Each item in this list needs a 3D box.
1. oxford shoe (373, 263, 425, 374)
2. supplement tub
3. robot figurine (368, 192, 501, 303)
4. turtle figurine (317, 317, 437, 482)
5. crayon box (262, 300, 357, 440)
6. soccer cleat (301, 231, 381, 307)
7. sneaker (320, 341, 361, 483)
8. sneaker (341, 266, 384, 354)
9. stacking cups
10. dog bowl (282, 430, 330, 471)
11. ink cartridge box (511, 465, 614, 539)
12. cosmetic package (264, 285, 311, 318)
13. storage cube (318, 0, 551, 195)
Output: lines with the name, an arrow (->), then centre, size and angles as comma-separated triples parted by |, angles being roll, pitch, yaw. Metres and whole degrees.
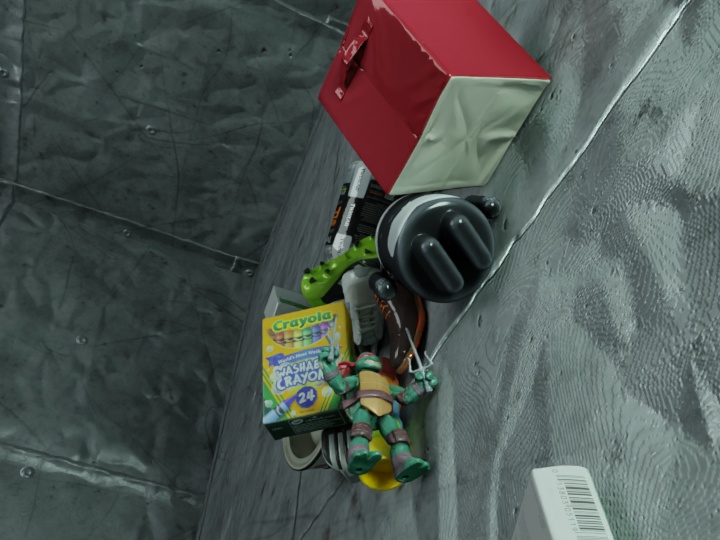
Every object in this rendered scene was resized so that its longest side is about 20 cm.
oxford shoe -> 0.048, 0.055, 1.045 | 0.071, 0.072, 0.202 | 121, 162, -44
supplement tub -> 0.011, -0.075, 1.272 | 0.122, 0.121, 0.203 | 172, 115, -76
robot figurine -> 0.088, -0.029, 0.887 | 0.200, 0.148, 0.127 | -145, 56, -76
turtle figurine -> 0.020, 0.152, 0.899 | 0.101, 0.147, 0.202 | 103, 164, -45
crayon box -> -0.071, 0.122, 1.029 | 0.052, 0.124, 0.202 | 69, -169, -49
soccer cleat -> 0.000, 0.000, 1.186 | 0.068, 0.198, 0.082 | -118, 4, -51
sneaker -> -0.020, 0.207, 1.056 | 0.116, 0.074, 0.202 | 69, -164, -49
sneaker -> 0.012, 0.066, 1.147 | 0.201, 0.069, 0.081 | 83, 180, -56
stacking cups -> 0.033, 0.196, 0.985 | 0.201, 0.060, 0.061 | -83, 16, -58
dog bowl -> -0.053, 0.223, 1.187 | 0.200, 0.073, 0.202 | -44, 38, 47
ink cartridge box -> 0.134, 0.264, 0.506 | 0.162, 0.049, 0.202 | -94, 7, -59
cosmetic package -> -0.181, 0.111, 1.877 | 0.200, 0.106, 0.086 | -132, 61, -74
storage cube -> 0.085, -0.218, 0.891 | 0.181, 0.198, 0.172 | 57, 137, 29
